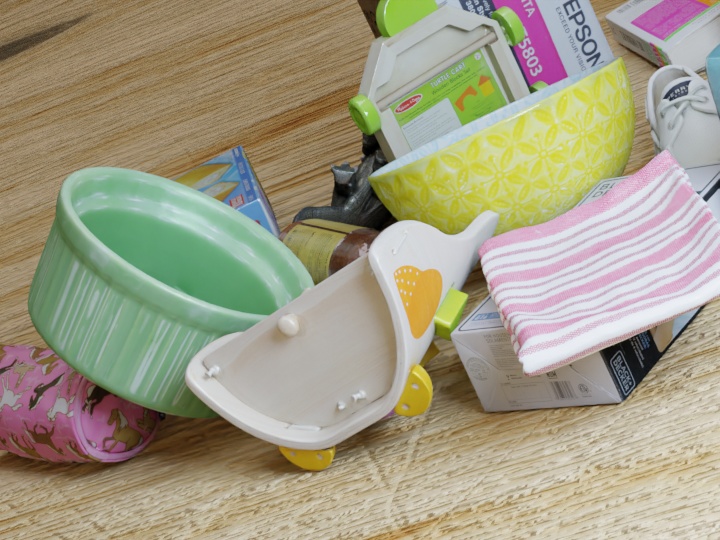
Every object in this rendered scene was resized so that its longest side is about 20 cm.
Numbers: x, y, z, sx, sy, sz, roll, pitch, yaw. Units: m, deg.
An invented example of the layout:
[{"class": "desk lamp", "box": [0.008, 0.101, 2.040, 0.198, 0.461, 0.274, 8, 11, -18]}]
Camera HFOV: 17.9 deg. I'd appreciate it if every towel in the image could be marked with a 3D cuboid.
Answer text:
[{"class": "towel", "box": [0.148, -0.006, 1.382, 0.146, 0.030, 0.200, -25, 19, 4]}]

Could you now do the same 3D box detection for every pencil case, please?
[{"class": "pencil case", "box": [-0.229, 0.098, 1.721, 0.086, 0.083, 0.200, -26, 14, -35]}]

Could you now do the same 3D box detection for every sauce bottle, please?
[{"class": "sauce bottle", "box": [0.000, 0.000, 1.702, 0.066, 0.066, 0.200, -33, 19, -18]}]

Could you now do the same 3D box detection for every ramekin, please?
[{"class": "ramekin", "box": [-0.141, 0.018, 1.640, 0.200, 0.200, 0.098, -83, 20, -68]}]

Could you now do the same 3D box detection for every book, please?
[{"class": "book", "box": [0.293, -0.224, 1.941, 0.133, 0.048, 0.200, -29, 17, 0]}]

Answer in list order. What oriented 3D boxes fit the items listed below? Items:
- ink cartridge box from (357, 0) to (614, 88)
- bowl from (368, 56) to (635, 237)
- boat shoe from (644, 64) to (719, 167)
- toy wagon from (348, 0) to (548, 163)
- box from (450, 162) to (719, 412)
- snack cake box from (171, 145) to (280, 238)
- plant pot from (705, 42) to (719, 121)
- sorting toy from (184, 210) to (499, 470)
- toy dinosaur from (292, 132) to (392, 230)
[{"class": "ink cartridge box", "box": [0.105, -0.195, 1.870, 0.165, 0.200, 0.075, -32, 19, -14]}, {"class": "bowl", "box": [0.116, -0.061, 1.614, 0.200, 0.108, 0.200, -25, 5, 2]}, {"class": "boat shoe", "box": [0.238, -0.103, 1.645, 0.071, 0.070, 0.200, -23, 18, 10]}, {"class": "toy wagon", "box": [0.064, -0.148, 1.796, 0.155, 0.200, 0.040, -32, 17, -17]}, {"class": "box", "box": [0.161, 0.009, 1.464, 0.116, 0.060, 0.200, -7, 26, 45]}, {"class": "snack cake box", "box": [-0.132, -0.033, 1.965, 0.115, 0.067, 0.200, -26, 18, 0]}, {"class": "plant pot", "box": [0.345, -0.102, 1.401, 0.200, 0.142, 0.141, 2, 32, 41]}, {"class": "sorting toy", "box": [0.016, 0.027, 1.506, 0.200, 0.107, 0.180, -32, 8, 42]}, {"class": "toy dinosaur", "box": [0.010, -0.067, 1.860, 0.077, 0.102, 0.200, 16, 47, 13]}]
